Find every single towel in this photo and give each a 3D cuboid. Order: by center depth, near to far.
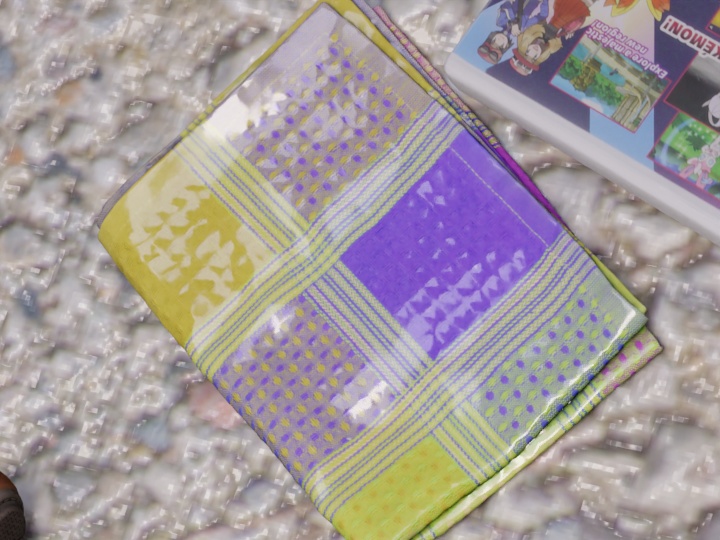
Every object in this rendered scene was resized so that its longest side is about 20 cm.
[{"bbox_3d":[0.000,0.000,0.968,0.144,0.023,0.200,-40,63,0],"label":"towel"}]

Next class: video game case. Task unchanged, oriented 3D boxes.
[{"bbox_3d":[0.159,-0.098,0.950,0.200,0.023,0.183,33,83,26],"label":"video game case"}]

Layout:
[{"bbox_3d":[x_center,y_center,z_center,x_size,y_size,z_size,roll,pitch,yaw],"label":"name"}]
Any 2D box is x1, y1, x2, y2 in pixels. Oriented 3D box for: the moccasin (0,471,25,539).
[{"bbox_3d":[-0.209,0.140,0.965,0.201,0.074,0.078,-43,70,10],"label":"moccasin"}]
